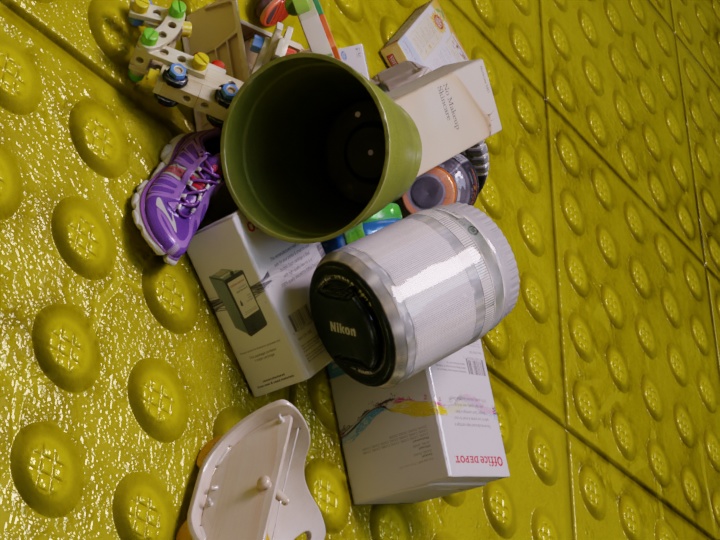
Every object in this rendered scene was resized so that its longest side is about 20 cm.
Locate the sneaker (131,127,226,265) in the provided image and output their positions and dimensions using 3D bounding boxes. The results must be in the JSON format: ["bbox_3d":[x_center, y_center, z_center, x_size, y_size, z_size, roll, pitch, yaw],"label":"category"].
[{"bbox_3d":[-0.187,-0.093,1.543,0.081,0.083,0.201,47,38,-31],"label":"sneaker"}]

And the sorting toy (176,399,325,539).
[{"bbox_3d":[-0.092,0.273,1.466,0.180,0.106,0.201,55,32,-35],"label":"sorting toy"}]

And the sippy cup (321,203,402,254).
[{"bbox_3d":[0.000,0.000,1.727,0.178,0.139,0.131,-6,79,-57],"label":"sippy cup"}]

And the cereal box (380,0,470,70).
[{"bbox_3d":[0.109,-0.320,2.187,0.144,0.039,0.200,59,33,-16],"label":"cereal box"}]

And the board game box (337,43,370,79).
[{"bbox_3d":[0.007,-0.194,1.866,0.134,0.034,0.201,-81,159,-82],"label":"board game box"}]

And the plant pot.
[{"bbox_3d":[-0.024,-0.134,1.581,0.193,0.200,0.201,-8,78,-67],"label":"plant pot"}]

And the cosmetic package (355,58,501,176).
[{"bbox_3d":[0.086,-0.192,1.812,0.200,0.073,0.104,-32,110,-41],"label":"cosmetic package"}]

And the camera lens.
[{"bbox_3d":[0.056,0.026,1.563,0.199,0.160,0.161,-26,94,-32],"label":"camera lens"}]

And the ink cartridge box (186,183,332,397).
[{"bbox_3d":[-0.098,0.020,1.613,0.146,0.084,0.201,-33,100,-58],"label":"ink cartridge box"}]

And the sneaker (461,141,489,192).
[{"bbox_3d":[0.163,-0.217,2.125,0.116,0.075,0.201,-66,154,-50],"label":"sneaker"}]

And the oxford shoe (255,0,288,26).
[{"bbox_3d":[-0.106,-0.393,1.892,0.072,0.071,0.200,32,41,-3],"label":"oxford shoe"}]

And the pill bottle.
[{"bbox_3d":[0.103,-0.110,1.929,0.200,0.106,0.107,-36,103,-78],"label":"pill bottle"}]

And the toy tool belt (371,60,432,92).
[{"bbox_3d":[0.081,-0.218,1.975,0.123,0.124,0.200,65,-4,-19],"label":"toy tool belt"}]

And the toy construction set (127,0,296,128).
[{"bbox_3d":[-0.174,-0.237,1.585,0.092,0.199,0.132,101,0,-51],"label":"toy construction set"}]

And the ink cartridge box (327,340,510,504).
[{"bbox_3d":[0.069,0.171,1.720,0.146,0.146,0.201,12,62,-55],"label":"ink cartridge box"}]

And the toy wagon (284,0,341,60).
[{"bbox_3d":[-0.059,-0.287,1.647,0.200,0.039,0.156,68,1,-66],"label":"toy wagon"}]

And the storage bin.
[{"bbox_3d":[-0.110,-0.213,1.729,0.200,0.093,0.200,14,60,-53],"label":"storage bin"}]
